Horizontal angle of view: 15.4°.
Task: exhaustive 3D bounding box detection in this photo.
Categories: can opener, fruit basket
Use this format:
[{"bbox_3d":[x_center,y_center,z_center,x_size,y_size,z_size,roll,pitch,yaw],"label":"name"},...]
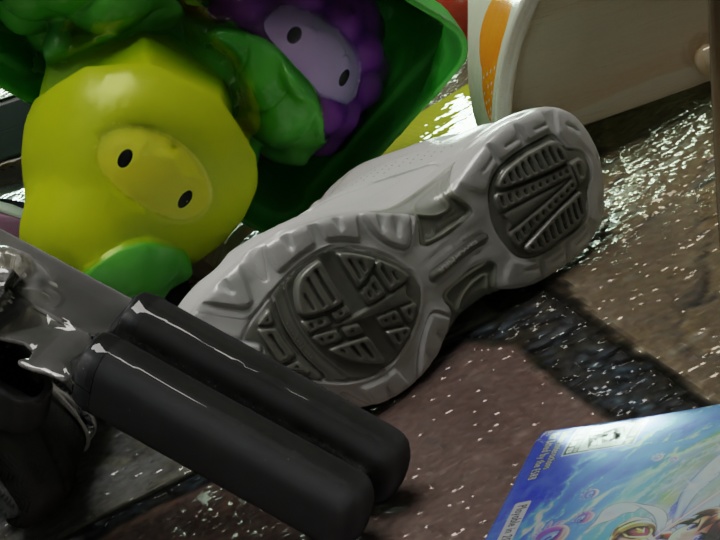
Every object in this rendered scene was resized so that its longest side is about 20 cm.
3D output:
[{"bbox_3d":[-0.080,0.046,0.955,0.200,0.067,0.053,28,43,14],"label":"can opener"},{"bbox_3d":[-0.075,-0.082,1.071,0.156,0.216,0.216,-47,10,30],"label":"fruit basket"}]

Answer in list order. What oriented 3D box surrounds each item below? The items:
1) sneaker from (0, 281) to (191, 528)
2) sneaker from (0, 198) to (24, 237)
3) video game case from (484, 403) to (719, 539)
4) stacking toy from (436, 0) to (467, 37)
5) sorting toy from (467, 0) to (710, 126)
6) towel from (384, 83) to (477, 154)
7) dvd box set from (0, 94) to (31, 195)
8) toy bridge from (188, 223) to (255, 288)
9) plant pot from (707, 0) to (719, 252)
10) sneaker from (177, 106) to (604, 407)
[{"bbox_3d":[-0.117,0.031,1.075,0.115,0.075,0.200,-25,21,-11],"label":"sneaker"},{"bbox_3d":[-0.225,0.008,1.229,0.200,0.081,0.088,-18,15,14],"label":"sneaker"},{"bbox_3d":[0.111,0.100,0.742,0.181,0.045,0.200,-10,26,26],"label":"video game case"},{"bbox_3d":[0.091,-0.182,1.363,0.085,0.085,0.200,-4,36,38],"label":"stacking toy"},{"bbox_3d":[0.122,-0.147,1.187,0.200,0.107,0.180,-20,20,-4],"label":"sorting toy"},{"bbox_3d":[0.069,-0.076,1.215,0.200,0.018,0.086,-31,18,-17],"label":"towel"},{"bbox_3d":[-0.147,-0.065,1.268,0.146,0.029,0.200,-18,0,5],"label":"dvd box set"},{"bbox_3d":[-0.047,-0.063,1.199,0.027,0.067,0.200,-24,37,40],"label":"toy bridge"},{"bbox_3d":[0.207,-0.080,0.907,0.173,0.200,0.200,-1,26,5],"label":"plant pot"},{"bbox_3d":[0.000,0.000,1.050,0.200,0.078,0.099,-26,14,-31],"label":"sneaker"}]
